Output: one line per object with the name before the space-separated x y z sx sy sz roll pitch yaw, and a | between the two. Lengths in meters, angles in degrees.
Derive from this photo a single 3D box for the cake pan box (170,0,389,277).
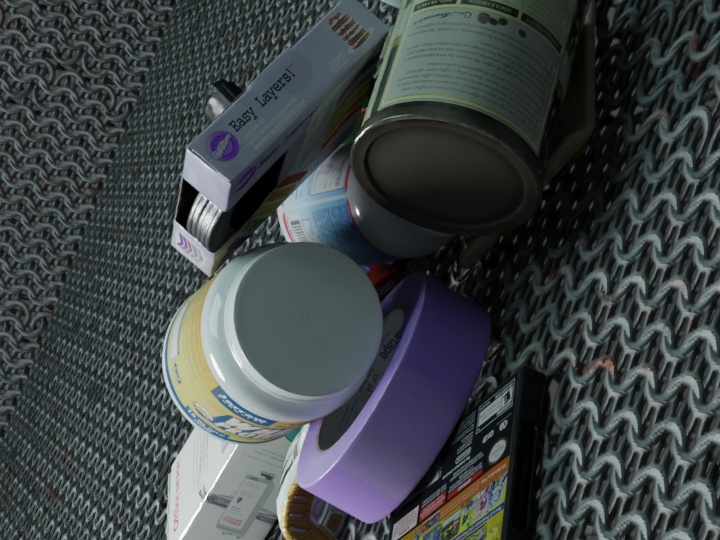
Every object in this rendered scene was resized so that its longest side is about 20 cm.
cake pan box | -0.069 -0.103 1.502 0.200 0.052 0.184 -46 -11 -25

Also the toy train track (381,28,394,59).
toy train track | 0.036 -0.148 1.612 0.200 0.033 0.115 57 -165 -68

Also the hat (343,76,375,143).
hat | 0.027 -0.100 1.798 0.176 0.200 0.166 15 104 43

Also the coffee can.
coffee can | 0.088 -0.149 1.459 0.146 0.146 0.200 -42 26 55

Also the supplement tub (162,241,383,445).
supplement tub | -0.072 0.059 1.544 0.200 0.145 0.145 145 144 -67

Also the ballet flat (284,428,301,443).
ballet flat | -0.004 0.077 1.739 0.200 0.067 0.067 -54 7 24

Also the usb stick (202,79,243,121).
usb stick | -0.070 -0.097 1.761 0.033 0.200 0.055 -37 -15 -32

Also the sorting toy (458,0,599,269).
sorting toy | 0.147 -0.116 1.566 0.185 0.036 0.200 -50 20 44

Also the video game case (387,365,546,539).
video game case | 0.071 0.192 1.416 0.200 0.025 0.181 -46 26 49

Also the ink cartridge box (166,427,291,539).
ink cartridge box | -0.114 0.181 1.891 0.200 0.083 0.147 -59 19 26

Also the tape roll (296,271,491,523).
tape roll | 0.026 0.102 1.544 0.200 0.066 0.200 -56 12 18

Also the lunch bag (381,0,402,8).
lunch bag | 0.053 -0.308 1.848 0.127 0.170 0.200 -60 18 26

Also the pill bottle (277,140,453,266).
pill bottle | 0.020 -0.061 1.606 0.200 0.109 0.109 -8 61 60

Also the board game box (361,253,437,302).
board game box | 0.000 0.000 1.712 0.103 0.019 0.200 -33 14 -6

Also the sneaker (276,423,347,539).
sneaker | -0.030 0.145 1.696 0.200 0.076 0.088 -65 17 6
